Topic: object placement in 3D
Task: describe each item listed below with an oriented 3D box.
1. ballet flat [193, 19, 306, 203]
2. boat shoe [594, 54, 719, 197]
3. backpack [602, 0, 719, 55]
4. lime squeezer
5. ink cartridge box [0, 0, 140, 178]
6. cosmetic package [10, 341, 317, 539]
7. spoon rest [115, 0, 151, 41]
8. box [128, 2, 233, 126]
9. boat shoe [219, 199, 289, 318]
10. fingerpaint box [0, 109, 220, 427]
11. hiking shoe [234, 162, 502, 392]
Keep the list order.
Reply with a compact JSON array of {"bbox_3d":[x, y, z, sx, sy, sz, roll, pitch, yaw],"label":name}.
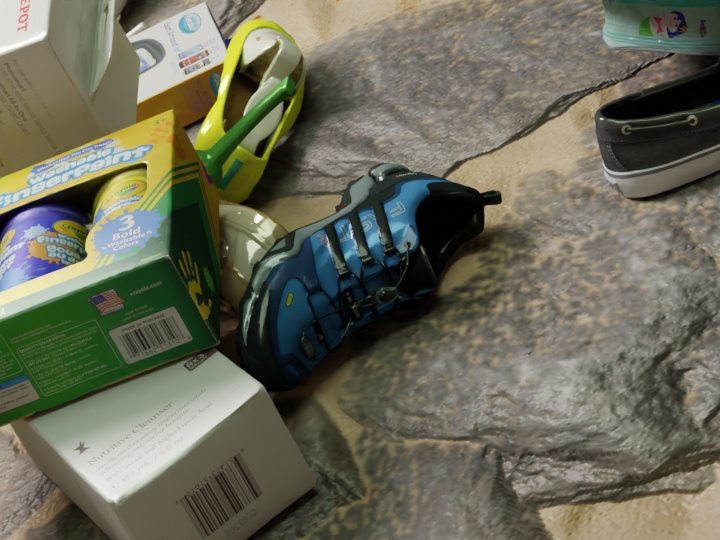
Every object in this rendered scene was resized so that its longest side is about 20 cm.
[{"bbox_3d":[-0.070,-0.126,1.589,0.067,0.067,0.200,-50,16,43],"label":"ballet flat"},{"bbox_3d":[0.236,-0.114,1.362,0.199,0.066,0.070,-22,32,6],"label":"boat shoe"},{"bbox_3d":[0.215,-0.216,1.423,0.200,0.151,0.177,-14,18,-42],"label":"backpack"},{"bbox_3d":[-0.128,-0.076,1.519,0.200,0.038,0.071,-18,64,40],"label":"lime squeezer"},{"bbox_3d":[-0.239,-0.123,1.463,0.199,0.125,0.129,-17,42,14],"label":"ink cartridge box"},{"bbox_3d":[-0.127,0.093,1.299,0.113,0.081,0.200,-38,34,-16],"label":"cosmetic package"},{"bbox_3d":[-0.215,-0.231,1.842,0.061,0.099,0.200,-36,43,9],"label":"spoon rest"},{"bbox_3d":[-0.171,-0.140,1.713,0.199,0.042,0.119,-28,31,1],"label":"box"},{"bbox_3d":[-0.114,-0.009,1.446,0.069,0.074,0.200,-49,29,-19],"label":"boat shoe"},{"bbox_3d":[-0.188,0.005,1.327,0.199,0.073,0.167,-20,32,10],"label":"fingerpaint box"},{"bbox_3d":[0.000,0.000,1.353,0.086,0.075,0.200,4,42,40],"label":"hiking shoe"}]
